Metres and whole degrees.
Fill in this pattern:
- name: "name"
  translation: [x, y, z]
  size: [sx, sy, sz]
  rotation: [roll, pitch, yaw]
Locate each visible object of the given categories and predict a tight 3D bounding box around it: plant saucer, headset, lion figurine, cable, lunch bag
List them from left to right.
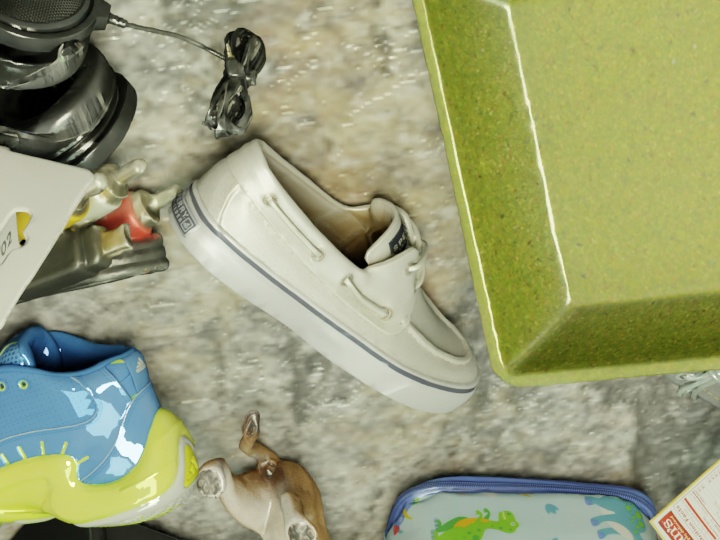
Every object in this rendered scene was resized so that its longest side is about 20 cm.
- name: "cable"
  translation: [-0.174, -0.005, 1.305]
  size: [0.200, 0.050, 0.097]
  rotation: [-17, 166, 27]
- name: "headset"
  translation: [-0.140, -0.082, 1.189]
  size: [0.200, 0.094, 0.124]
  rotation: [-4, 135, 12]
- name: "lion figurine"
  translation: [-0.033, 0.161, 1.419]
  size: [0.072, 0.122, 0.200]
  rotation: [-5, 97, 10]
- name: "lunch bag"
  translation: [0.083, 0.203, 1.494]
  size: [0.160, 0.083, 0.200]
  rotation: [1, 132, -8]
- name: "plant saucer"
  translation: [0.131, -0.056, 1.190]
  size: [0.199, 0.048, 0.200]
  rotation: [-7, 98, 39]

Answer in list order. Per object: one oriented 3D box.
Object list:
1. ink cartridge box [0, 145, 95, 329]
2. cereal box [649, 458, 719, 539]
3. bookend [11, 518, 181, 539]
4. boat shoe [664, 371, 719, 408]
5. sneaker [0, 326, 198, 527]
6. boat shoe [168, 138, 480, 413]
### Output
- name: "ink cartridge box"
  translation: [-0.225, -0.008, 1.183]
  size: [0.200, 0.115, 0.068]
  rotation: [14, 133, 13]
- name: "cereal box"
  translation: [0.247, 0.065, 1.348]
  size: [0.144, 0.040, 0.200]
  rotation: [-24, 161, -47]
- name: "bookend"
  translation: [-0.118, 0.225, 1.480]
  size: [0.198, 0.092, 0.200]
  rotation: [23, 124, -28]
- name: "boat shoe"
  translation: [0.156, 0.016, 1.342]
  size: [0.074, 0.065, 0.202]
  rotation: [-26, 131, 16]
- name: "sneaker"
  translation: [-0.181, 0.080, 1.365]
  size: [0.200, 0.076, 0.105]
  rotation: [-10, 104, 15]
- name: "boat shoe"
  translation: [0.000, 0.000, 1.306]
  size: [0.070, 0.071, 0.200]
  rotation: [-43, 125, 17]
